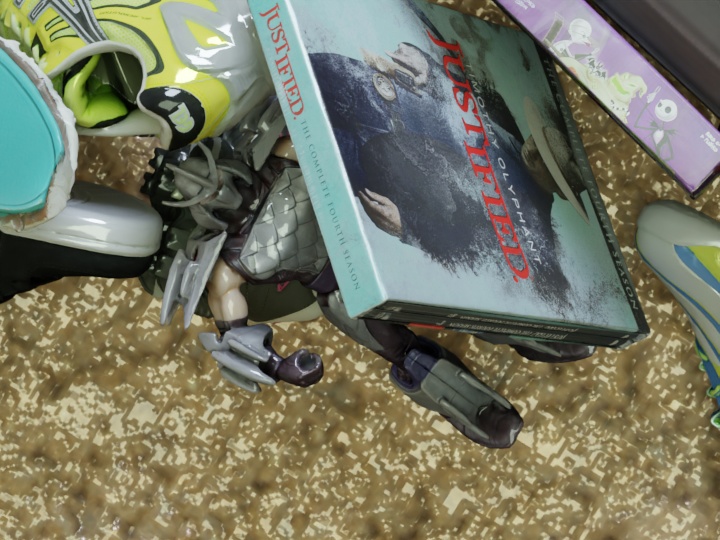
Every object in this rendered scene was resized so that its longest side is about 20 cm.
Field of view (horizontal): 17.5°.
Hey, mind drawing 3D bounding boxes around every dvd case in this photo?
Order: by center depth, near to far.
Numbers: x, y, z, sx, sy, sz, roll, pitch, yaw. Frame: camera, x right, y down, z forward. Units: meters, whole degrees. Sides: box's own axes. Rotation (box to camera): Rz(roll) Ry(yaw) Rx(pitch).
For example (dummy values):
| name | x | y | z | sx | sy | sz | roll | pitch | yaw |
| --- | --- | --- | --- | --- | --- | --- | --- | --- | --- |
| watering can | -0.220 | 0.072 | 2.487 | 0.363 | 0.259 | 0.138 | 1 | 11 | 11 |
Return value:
| name | x | y | z | sx | sy | sz | roll | pitch | yaw |
| --- | --- | --- | --- | --- | --- | --- | --- | --- | --- |
| dvd case | 0.038 | -0.043 | 0.929 | 0.022 | 0.200 | 0.146 | -28 | 69 | 29 |

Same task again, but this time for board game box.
| name | x | y | z | sx | sy | sz | roll | pitch | yaw |
| --- | --- | --- | --- | --- | --- | --- | --- | --- | --- |
| board game box | 0.072 | -0.108 | 0.946 | 0.200 | 0.120 | 0.032 | 45 | 100 | 5 |

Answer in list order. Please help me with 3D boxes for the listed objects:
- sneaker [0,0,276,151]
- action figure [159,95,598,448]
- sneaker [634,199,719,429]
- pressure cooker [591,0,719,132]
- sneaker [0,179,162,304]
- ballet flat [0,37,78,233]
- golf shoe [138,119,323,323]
| name | x | y | z | sx | sy | sz | roll | pitch | yaw |
| --- | --- | --- | --- | --- | --- | --- | --- | --- | --- |
| sneaker | -0.112 | -0.097 | 0.956 | 0.076 | 0.200 | 0.076 | -42 | 124 | -30 |
| action figure | 0.000 | 0.000 | 0.974 | 0.200 | 0.069 | 0.130 | 31 | 93 | -28 |
| sneaker | 0.177 | 0.063 | 1.009 | 0.200 | 0.076 | 0.105 | 39 | 96 | -3 |
| pressure cooker | 0.180 | -0.141 | 0.939 | 0.200 | 0.176 | 0.179 | 42 | 99 | 1 |
| sneaker | -0.177 | 0.013 | 1.010 | 0.199 | 0.073 | 0.112 | 9 | 100 | 23 |
| ballet flat | -0.180 | -0.076 | 0.945 | 0.200 | 0.072 | 0.072 | 34 | 97 | 23 |
| golf shoe | -0.034 | -0.075 | 1.015 | 0.088 | 0.077 | 0.201 | 16 | 97 | -22 |
